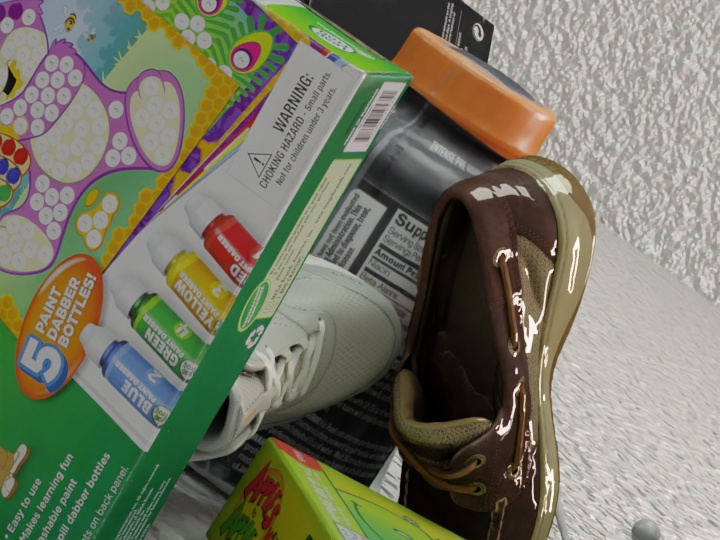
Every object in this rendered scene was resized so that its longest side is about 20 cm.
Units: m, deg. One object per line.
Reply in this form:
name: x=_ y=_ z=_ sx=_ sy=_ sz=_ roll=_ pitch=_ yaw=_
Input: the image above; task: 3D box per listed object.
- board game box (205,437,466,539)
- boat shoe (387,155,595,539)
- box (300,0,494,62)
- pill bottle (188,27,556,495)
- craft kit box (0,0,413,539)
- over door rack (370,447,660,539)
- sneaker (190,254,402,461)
board game box: x=0.046 y=0.142 z=1.024 sx=0.200 sy=0.048 sz=0.102 roll=30 pitch=8 yaw=-24
boat shoe: x=0.037 y=0.054 z=1.074 sx=0.072 sy=0.201 sz=0.072 roll=28 pitch=27 yaw=34
box: x=-0.058 y=-0.106 z=1.353 sx=0.199 sy=0.079 sz=0.141 roll=-6 pitch=-29 yaw=37
pill bottle: x=0.000 y=0.000 z=1.143 sx=0.106 sy=0.200 sz=0.106 roll=32 pitch=7 yaw=-5
craft kit box: x=-0.114 y=-0.032 z=0.886 sx=0.197 sy=0.200 sz=0.048 roll=36 pitch=16 yaw=20
over door rack: x=0.055 y=0.100 z=1.249 sx=0.147 sy=0.067 sz=0.200 roll=31 pitch=8 yaw=-18
sneaker: x=-0.052 y=0.041 z=1.011 sx=0.199 sy=0.076 sz=0.092 roll=-5 pitch=21 yaw=-41
